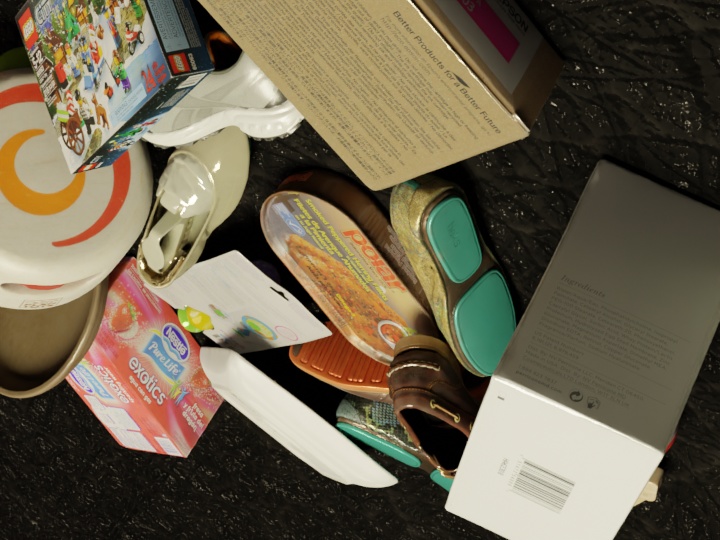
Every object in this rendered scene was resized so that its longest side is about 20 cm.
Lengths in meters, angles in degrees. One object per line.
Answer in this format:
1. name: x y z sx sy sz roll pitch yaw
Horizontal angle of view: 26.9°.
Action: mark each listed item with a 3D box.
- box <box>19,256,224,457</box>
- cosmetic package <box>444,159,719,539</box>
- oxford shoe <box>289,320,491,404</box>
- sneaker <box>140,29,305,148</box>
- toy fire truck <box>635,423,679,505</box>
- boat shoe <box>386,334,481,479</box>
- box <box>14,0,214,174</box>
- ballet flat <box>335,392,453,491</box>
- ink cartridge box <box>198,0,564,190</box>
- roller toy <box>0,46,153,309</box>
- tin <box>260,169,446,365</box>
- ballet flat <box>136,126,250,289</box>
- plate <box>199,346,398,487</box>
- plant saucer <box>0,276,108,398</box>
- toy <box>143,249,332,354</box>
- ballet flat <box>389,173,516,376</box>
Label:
1. box: -0.234 0.086 1.513 0.102 0.095 0.201 1 137 39
2. cosmetic package: 0.165 0.071 1.055 0.122 0.201 0.200 24 147 8
3. oxford shoe: 0.029 0.097 1.330 0.199 0.072 0.073 14 148 26
4. sneaker: -0.112 -0.143 1.120 0.199 0.074 0.080 -2 132 45
5. toy fire truck: 0.209 0.161 1.280 0.141 0.049 0.200 43 145 -18
6. boat shoe: 0.073 0.135 1.242 0.070 0.071 0.200 -15 139 23
7. box: -0.188 -0.170 1.119 0.200 0.038 0.138 -30 80 55
8. ballet flat: 0.074 0.160 1.376 0.199 0.075 0.074 31 148 -4
9. ink cartridge box: 0.010 -0.161 0.992 0.164 0.075 0.200 -17 123 48
10. roller toy: -0.275 -0.062 1.253 0.182 0.200 0.140 40 155 -8
11. tin: 0.000 0.000 1.244 0.112 0.042 0.200 -9 125 52
12. ballet flat: -0.145 -0.053 1.248 0.069 0.070 0.200 31 138 2
13. plate: -0.071 0.146 1.448 0.200 0.032 0.199 40 170 -10
14. plant saucer: -0.306 0.022 1.428 0.199 0.202 0.029 2 172 39
15. toy: -0.107 0.020 1.362 0.115 0.047 0.200 40 151 -19
16. ballet flat: 0.071 0.000 1.177 0.070 0.071 0.201 9 142 32
